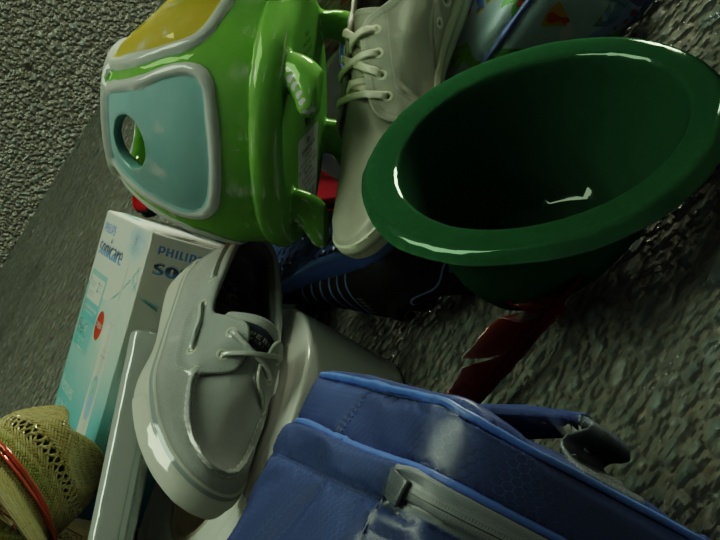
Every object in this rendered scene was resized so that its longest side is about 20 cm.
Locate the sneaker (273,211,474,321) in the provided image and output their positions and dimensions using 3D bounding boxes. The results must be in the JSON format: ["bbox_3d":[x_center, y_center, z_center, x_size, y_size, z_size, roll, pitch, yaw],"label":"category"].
[{"bbox_3d":[0.000,0.000,0.882,0.070,0.078,0.200,-61,19,-17],"label":"sneaker"}]

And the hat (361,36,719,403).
[{"bbox_3d":[0.097,0.006,0.720,0.199,0.177,0.166,-10,38,17],"label":"hat"}]

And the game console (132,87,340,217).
[{"bbox_3d":[-0.060,-0.115,1.119,0.199,0.119,0.173,-27,42,28],"label":"game console"}]

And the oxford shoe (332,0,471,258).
[{"bbox_3d":[0.012,-0.104,0.792,0.075,0.058,0.201,-5,65,52],"label":"oxford shoe"}]

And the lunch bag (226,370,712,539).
[{"bbox_3d":[0.035,0.108,0.536,0.133,0.136,0.200,-64,19,-10],"label":"lunch bag"}]

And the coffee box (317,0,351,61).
[{"bbox_3d":[-0.011,-0.208,0.986,0.200,0.080,0.115,-35,-18,-42],"label":"coffee box"}]

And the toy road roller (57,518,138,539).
[{"bbox_3d":[-0.245,0.247,1.110,0.201,0.123,0.146,-62,3,-4],"label":"toy road roller"}]

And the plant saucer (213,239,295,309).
[{"bbox_3d":[-0.092,0.059,1.053,0.200,0.036,0.201,-47,35,49],"label":"plant saucer"}]

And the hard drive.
[{"bbox_3d":[-0.146,0.151,0.864,0.132,0.026,0.201,116,164,-67],"label":"hard drive"}]

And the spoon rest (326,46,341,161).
[{"bbox_3d":[0.047,-0.150,0.983,0.200,0.099,0.061,-52,15,-10],"label":"spoon rest"}]

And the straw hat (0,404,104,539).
[{"bbox_3d":[-0.209,0.129,0.916,0.085,0.202,0.201,-36,8,-26],"label":"straw hat"}]

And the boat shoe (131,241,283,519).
[{"bbox_3d":[-0.073,0.050,0.808,0.068,0.072,0.200,-43,20,26],"label":"boat shoe"}]

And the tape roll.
[{"bbox_3d":[-0.058,0.125,0.864,0.203,0.071,0.203,-51,20,27],"label":"tape roll"}]

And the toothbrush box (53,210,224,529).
[{"bbox_3d":[-0.154,0.068,1.037,0.146,0.085,0.201,23,96,67],"label":"toothbrush box"}]

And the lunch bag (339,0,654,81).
[{"bbox_3d":[0.078,-0.164,0.862,0.200,0.082,0.161,-52,41,23],"label":"lunch bag"}]

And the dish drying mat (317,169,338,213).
[{"bbox_3d":[-0.055,-0.057,1.057,0.200,0.076,0.018,-143,42,-72],"label":"dish drying mat"}]

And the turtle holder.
[{"bbox_3d":[-0.077,-0.102,0.811,0.186,0.131,0.141,82,-164,-50],"label":"turtle holder"}]

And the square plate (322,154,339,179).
[{"bbox_3d":[-0.017,-0.054,1.093,0.200,0.028,0.199,-29,35,57],"label":"square plate"}]
